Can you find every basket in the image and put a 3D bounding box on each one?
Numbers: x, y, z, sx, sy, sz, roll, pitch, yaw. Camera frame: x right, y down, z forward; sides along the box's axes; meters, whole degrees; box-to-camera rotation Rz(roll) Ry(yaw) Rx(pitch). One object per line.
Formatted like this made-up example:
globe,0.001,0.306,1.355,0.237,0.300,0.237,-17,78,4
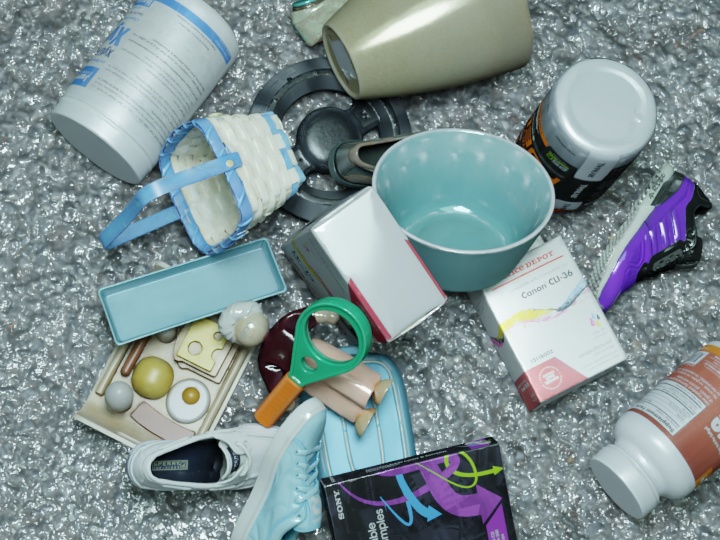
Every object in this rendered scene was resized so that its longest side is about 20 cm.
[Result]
basket,-0.177,-0.087,1.636,0.200,0.176,0.140,-29,89,-33

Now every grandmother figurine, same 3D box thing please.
grandmother figurine,-0.064,0.093,1.641,0.199,0.061,0.122,29,85,3

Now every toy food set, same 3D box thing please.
toy food set,-0.208,0.107,1.667,0.143,0.060,0.201,26,75,3

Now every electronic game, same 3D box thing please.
electronic game,-0.036,-0.151,1.760,0.199,0.042,0.201,2,79,-12

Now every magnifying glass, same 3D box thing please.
magnifying glass,-0.056,0.101,1.592,0.080,0.200,0.022,41,36,2

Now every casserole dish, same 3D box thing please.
casserole dish,0.000,0.178,1.677,0.120,0.039,0.201,-8,75,-7

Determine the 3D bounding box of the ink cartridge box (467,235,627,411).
ink cartridge box,0.200,0.043,1.714,0.116,0.068,0.201,-26,78,-10

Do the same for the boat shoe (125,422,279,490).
boat shoe,-0.148,0.206,1.613,0.199,0.065,0.074,-8,91,-29

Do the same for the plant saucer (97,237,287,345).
plant saucer,-0.185,0.025,1.670,0.199,0.019,0.070,-18,71,-16

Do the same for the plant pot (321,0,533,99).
plant pot,0.063,-0.279,1.723,0.199,0.187,0.188,-25,78,-13

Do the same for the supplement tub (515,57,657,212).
supplement tub,0.245,-0.144,1.695,0.122,0.200,0.123,3,70,-10

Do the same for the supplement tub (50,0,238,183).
supplement tub,-0.242,-0.214,1.714,0.132,0.132,0.200,34,74,5

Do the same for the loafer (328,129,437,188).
loafer,0.064,-0.126,1.725,0.199,0.063,0.072,-6,85,-25

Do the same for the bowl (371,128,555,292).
bowl,0.108,-0.054,1.659,0.200,0.105,0.201,2,45,-2

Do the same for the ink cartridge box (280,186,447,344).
ink cartridge box,0.000,0.000,1.627,0.085,0.200,0.148,-36,94,-13

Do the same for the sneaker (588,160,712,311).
sneaker,0.343,-0.024,1.743,0.099,0.070,0.201,33,75,2

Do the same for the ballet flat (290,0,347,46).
ballet flat,0.010,-0.329,1.812,0.199,0.067,0.063,-27,106,-7

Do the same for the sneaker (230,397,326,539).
sneaker,-0.065,0.232,1.602,0.082,0.074,0.201,30,113,19

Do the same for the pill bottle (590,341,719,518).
pill bottle,0.355,0.179,1.667,0.200,0.112,0.112,-38,81,-13

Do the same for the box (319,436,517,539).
box,0.066,0.274,1.634,0.199,0.036,0.144,-13,97,-7
